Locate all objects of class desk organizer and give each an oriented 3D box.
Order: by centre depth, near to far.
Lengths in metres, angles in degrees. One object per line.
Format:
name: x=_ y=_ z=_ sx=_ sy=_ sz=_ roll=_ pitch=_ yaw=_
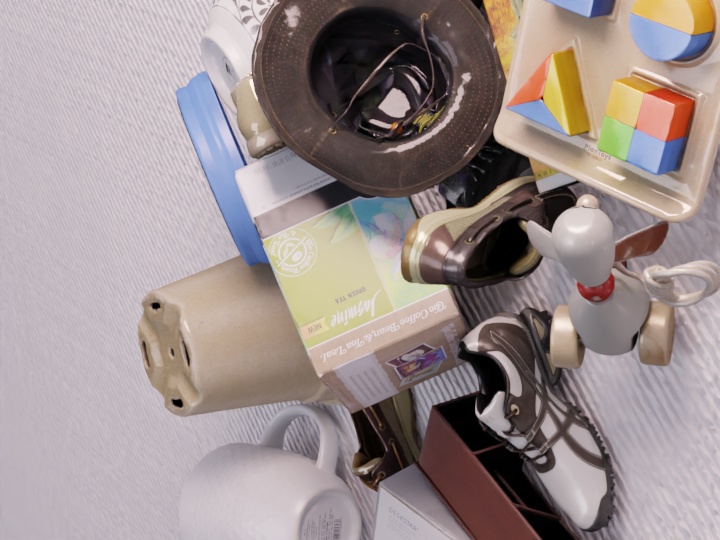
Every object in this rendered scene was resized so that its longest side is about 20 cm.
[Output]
desk organizer: x=0.133 y=0.200 z=1.414 sx=0.200 sy=0.072 sz=0.077 roll=50 pitch=143 yaw=39

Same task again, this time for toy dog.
toy dog: x=0.185 y=-0.002 z=1.199 sx=0.200 sy=0.132 sz=0.096 roll=102 pitch=177 yaw=-61

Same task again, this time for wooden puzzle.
wooden puzzle: x=0.180 y=-0.156 z=1.154 sx=0.185 sy=0.046 sz=0.200 roll=30 pitch=117 yaw=35

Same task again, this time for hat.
hat: x=0.014 y=-0.154 z=1.297 sx=0.081 sy=0.200 sz=0.201 roll=155 pitch=100 yaw=-88

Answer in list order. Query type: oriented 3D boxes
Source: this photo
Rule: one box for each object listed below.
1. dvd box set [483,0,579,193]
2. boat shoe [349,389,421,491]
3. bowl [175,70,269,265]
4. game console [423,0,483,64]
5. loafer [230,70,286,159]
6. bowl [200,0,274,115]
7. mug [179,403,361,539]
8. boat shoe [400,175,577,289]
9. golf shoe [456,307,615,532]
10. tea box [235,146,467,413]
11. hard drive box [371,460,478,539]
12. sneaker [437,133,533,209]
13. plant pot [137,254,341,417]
dvd box set: x=0.167 y=-0.172 z=1.218 sx=0.146 sy=0.029 sz=0.200 roll=-17 pitch=87 yaw=45
boat shoe: x=0.022 y=0.189 z=1.601 sx=0.072 sy=0.072 sz=0.200 roll=-1 pitch=102 yaw=59
bowl: x=-0.131 y=-0.098 z=1.601 sx=0.201 sy=0.039 sz=0.201 roll=158 pitch=90 yaw=-89
game console: x=0.057 y=-0.233 z=1.421 sx=0.200 sy=0.116 sz=0.176 roll=44 pitch=107 yaw=41
loafer: x=-0.065 y=-0.143 z=1.370 sx=0.200 sy=0.076 sz=0.068 roll=-77 pitch=-34 yaw=-80
bowl: x=-0.089 y=-0.200 z=1.520 sx=0.201 sy=0.094 sz=0.201 roll=51 pitch=160 yaw=26
mug: x=-0.081 y=0.242 z=1.748 sx=0.175 sy=0.147 sz=0.200 roll=2 pitch=74 yaw=51
boat shoe: x=0.113 y=-0.022 z=1.249 sx=0.065 sy=0.200 sz=0.073 roll=25 pitch=123 yaw=34
golf shoe: x=0.142 y=0.133 z=1.361 sx=0.078 sy=0.094 sz=0.200 roll=-42 pitch=68 yaw=55
tea box: x=0.000 y=0.000 z=1.421 sx=0.200 sy=0.133 sz=0.197 roll=61 pitch=-175 yaw=-74
hard drive box: x=0.085 y=0.301 z=1.516 sx=0.156 sy=0.077 sz=0.200 roll=33 pitch=131 yaw=35
sneaker: x=0.111 y=-0.084 z=1.322 sx=0.076 sy=0.087 sz=0.200 roll=44 pitch=137 yaw=42
plant pot: x=-0.122 y=0.064 z=1.680 sx=0.200 sy=0.183 sz=0.201 roll=30 pitch=126 yaw=51
